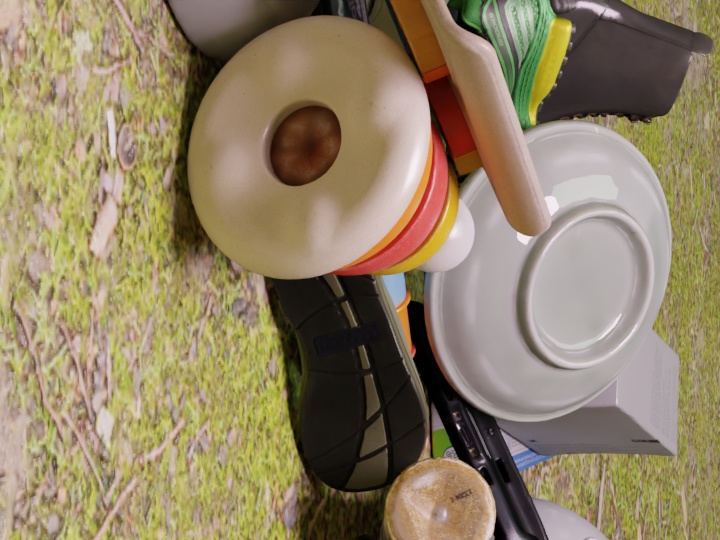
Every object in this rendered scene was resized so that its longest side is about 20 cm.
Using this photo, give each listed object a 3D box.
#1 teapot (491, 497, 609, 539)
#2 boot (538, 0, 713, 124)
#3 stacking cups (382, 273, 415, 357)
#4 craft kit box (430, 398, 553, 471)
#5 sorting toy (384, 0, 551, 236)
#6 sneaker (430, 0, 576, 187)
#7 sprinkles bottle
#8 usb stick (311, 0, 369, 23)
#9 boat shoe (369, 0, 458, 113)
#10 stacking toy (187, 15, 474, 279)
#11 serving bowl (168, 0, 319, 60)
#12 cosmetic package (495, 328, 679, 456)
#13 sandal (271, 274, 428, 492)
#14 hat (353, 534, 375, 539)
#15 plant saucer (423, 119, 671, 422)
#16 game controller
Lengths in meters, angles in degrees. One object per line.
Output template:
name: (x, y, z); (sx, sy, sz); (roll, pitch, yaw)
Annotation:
teapot: (0.148, 0.259, 1.848); (0.200, 0.145, 0.199); (-38, 124, -68)
boot: (0.143, -0.111, 1.765); (0.200, 0.137, 0.078); (118, -8, -45)
stacking cups: (0.000, 0.000, 1.590); (0.061, 0.060, 0.201); (-60, 149, -56)
craft kit box: (0.098, 0.050, 1.876); (0.200, 0.048, 0.199); (-5, 96, -71)
sorting toy: (0.036, -0.133, 1.409); (0.201, 0.036, 0.185); (63, -2, 36)
sneaker: (0.070, -0.104, 1.636); (0.078, 0.085, 0.201); (-124, -141, -50)
sprinkles bottle: (0.047, 0.161, 1.589); (0.200, 0.068, 0.069); (92, 0, -79)
usb stick: (-0.016, -0.168, 1.573); (0.055, 0.032, 0.201); (-46, 132, -55)
boat shoe: (0.051, -0.170, 1.703); (0.201, 0.074, 0.062); (-70, 150, -44)
stacking toy: (0.006, -0.046, 1.428); (0.200, 0.145, 0.147); (31, 60, -59)
serving bowl: (-0.054, -0.220, 1.418); (0.200, 0.065, 0.202); (-2, 90, -72)
cosmetic package: (0.155, 0.078, 1.811); (0.200, 0.112, 0.082); (31, 59, -66)
sandal: (-0.005, 0.043, 1.534); (0.057, 0.079, 0.202); (-82, 164, -65)
hat: (0.020, 0.265, 1.548); (0.081, 0.200, 0.202); (-32, 129, -21)
plant saucer: (0.133, 0.006, 1.628); (0.199, 0.050, 0.202); (-12, 111, -32)
game controller: (0.070, 0.112, 1.676); (0.201, 0.042, 0.104); (65, 10, 9)
